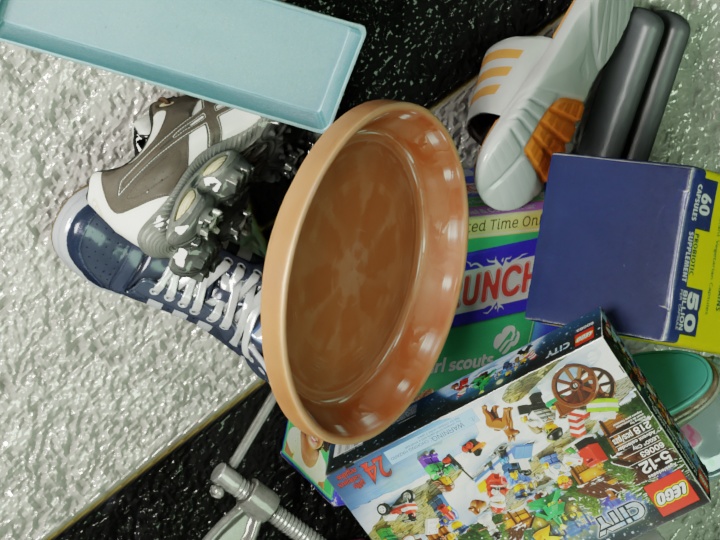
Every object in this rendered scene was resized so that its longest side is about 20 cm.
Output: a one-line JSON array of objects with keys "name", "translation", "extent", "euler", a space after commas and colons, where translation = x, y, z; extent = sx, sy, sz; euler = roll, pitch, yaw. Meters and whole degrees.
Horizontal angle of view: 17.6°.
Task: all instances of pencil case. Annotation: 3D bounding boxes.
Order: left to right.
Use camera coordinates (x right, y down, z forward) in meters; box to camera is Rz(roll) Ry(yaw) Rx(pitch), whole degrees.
[{"name": "pencil case", "translation": [0.213, 0.104, 1.605], "extent": [0.083, 0.200, 0.091], "euler": [39, 86, 0]}]

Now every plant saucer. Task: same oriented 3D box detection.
[{"name": "plant saucer", "translation": [-0.100, -0.134, 1.276], "extent": [0.199, 0.019, 0.070], "euler": [16, 118, -13]}, {"name": "plant saucer", "translation": [0.000, 0.000, 1.347], "extent": [0.200, 0.032, 0.202], "euler": [-27, 123, -52]}]

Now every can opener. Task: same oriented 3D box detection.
[{"name": "can opener", "translation": [0.182, -0.074, 1.564], "extent": [0.053, 0.067, 0.201], "euler": [1, 114, -39]}]

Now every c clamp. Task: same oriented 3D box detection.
[{"name": "c clamp", "translation": [-0.033, 0.198, 1.458], "extent": [0.200, 0.027, 0.171], "euler": [45, 74, -21]}]

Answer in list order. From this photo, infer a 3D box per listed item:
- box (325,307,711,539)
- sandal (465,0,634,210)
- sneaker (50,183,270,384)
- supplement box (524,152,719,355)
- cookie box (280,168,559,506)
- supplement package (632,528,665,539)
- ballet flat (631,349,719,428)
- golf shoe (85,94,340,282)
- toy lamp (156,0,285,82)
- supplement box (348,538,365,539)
[{"name": "box", "translation": [0.098, 0.126, 1.439], "extent": [0.199, 0.038, 0.137], "euler": [-28, 112, 19]}, {"name": "sandal", "translation": [0.113, -0.126, 1.493], "extent": [0.207, 0.059, 0.079], "euler": [-58, 148, -26]}, {"name": "sneaker", "translation": [-0.085, 0.013, 1.374], "extent": [0.200, 0.108, 0.070], "euler": [28, 96, -44]}, {"name": "supplement box", "translation": [0.212, -0.004, 1.499], "extent": [0.199, 0.109, 0.110], "euler": [10, 89, -51]}, {"name": "cookie box", "translation": [0.049, 0.040, 1.519], "extent": [0.170, 0.075, 0.201], "euler": [-6, 118, -35]}, {"name": "supplement package", "translation": [0.130, 0.226, 1.609], "extent": [0.121, 0.120, 0.200], "euler": [-34, 158, -17]}, {"name": "ballet flat", "translation": [0.138, 0.105, 1.497], "extent": [0.199, 0.068, 0.064], "euler": [-18, 138, 6]}, {"name": "golf shoe", "translation": [-0.081, -0.084, 1.349], "extent": [0.200, 0.094, 0.078], "euler": [-49, 156, -42]}, {"name": "toy lamp", "translation": [-0.023, -0.176, 1.302], "extent": [0.199, 0.058, 0.058], "euler": [-29, 135, 12]}, {"name": "supplement box", "translation": [-0.045, 0.297, 1.573], "extent": [0.130, 0.103, 0.201], "euler": [-1, 116, -34]}]
